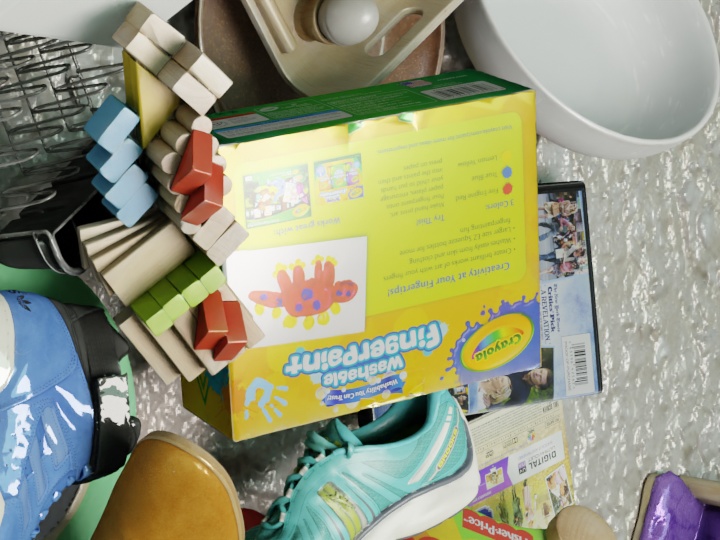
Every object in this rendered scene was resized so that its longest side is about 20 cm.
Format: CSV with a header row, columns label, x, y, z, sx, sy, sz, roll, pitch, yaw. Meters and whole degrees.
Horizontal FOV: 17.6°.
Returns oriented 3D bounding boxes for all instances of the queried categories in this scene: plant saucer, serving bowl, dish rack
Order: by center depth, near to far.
label,x,y,z,sx,sy,sz,roll,pitch,yaw
dish rack,-0.172,-0.111,1.197,0.153,0.054,0.200,-55,131,-55
plant saucer,-0.030,-0.145,1.376,0.200,0.037,0.201,-6,98,-45
serving bowl,0.133,-0.150,1.482,0.200,0.066,0.201,21,50,-26

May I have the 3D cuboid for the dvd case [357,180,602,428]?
label,x,y,z,sx,sy,sz,roll,pitch,yaw
dvd case,0.074,0.019,1.486,0.200,0.018,0.143,-6,91,-38

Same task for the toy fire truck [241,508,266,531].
label,x,y,z,sx,sy,sz,roll,pitch,yaw
toy fire truck,-0.123,0.193,1.312,0.200,0.049,0.141,-49,126,-29

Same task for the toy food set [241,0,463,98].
label,x,y,z,sx,sy,sz,roll,pitch,yaw
toy food set,-0.014,-0.210,1.319,0.144,0.060,0.200,-46,125,-31

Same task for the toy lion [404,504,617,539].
label,x,y,z,sx,sy,sz,roll,pitch,yaw
toy lion,0.058,0.206,1.379,0.200,0.069,0.192,22,42,-19

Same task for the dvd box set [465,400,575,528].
label,x,y,z,sx,sy,sz,roll,pitch,yaw
dvd box set,0.089,0.186,1.533,0.146,0.029,0.201,-21,108,-42

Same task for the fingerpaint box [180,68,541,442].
label,x,y,z,sx,sy,sz,roll,pitch,yaw
fingerpaint box,-0.002,-0.012,1.287,0.200,0.073,0.167,-13,110,-27

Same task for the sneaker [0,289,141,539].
label,x,y,z,sx,sy,sz,roll,pitch,yaw
sneaker,-0.164,0.112,1.176,0.111,0.077,0.201,6,83,-36

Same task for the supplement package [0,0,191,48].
label,x,y,z,sx,sy,sz,roll,pitch,yaw
supplement package,-0.146,-0.237,1.120,0.150,0.152,0.201,4,63,-45

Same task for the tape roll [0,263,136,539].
label,x,y,z,sx,sy,sz,roll,pitch,yaw
tape roll,-0.209,0.085,1.217,0.200,0.048,0.201,-6,98,-45

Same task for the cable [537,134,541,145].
label,x,y,z,sx,sy,sz,roll,pitch,yaw
cable,0.110,-0.102,1.494,0.200,0.050,0.097,-29,75,-34

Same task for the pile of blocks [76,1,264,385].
label,x,y,z,sx,sy,sz,roll,pitch,yaw
pile of blocks,-0.095,-0.028,1.146,0.082,0.062,0.201,-17,116,-19

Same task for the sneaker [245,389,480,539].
label,x,y,z,sx,sy,sz,roll,pitch,yaw
sneaker,-0.021,0.126,1.309,0.200,0.077,0.080,-32,120,-30

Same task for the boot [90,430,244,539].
label,x,y,z,sx,sy,sz,roll,pitch,yaw
boot,-0.127,0.184,1.169,0.144,0.071,0.201,-51,164,-38

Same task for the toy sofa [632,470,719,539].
label,x,y,z,sx,sy,sz,roll,pitch,yaw
toy sofa,0.236,0.248,1.649,0.098,0.083,0.201,33,72,-43
